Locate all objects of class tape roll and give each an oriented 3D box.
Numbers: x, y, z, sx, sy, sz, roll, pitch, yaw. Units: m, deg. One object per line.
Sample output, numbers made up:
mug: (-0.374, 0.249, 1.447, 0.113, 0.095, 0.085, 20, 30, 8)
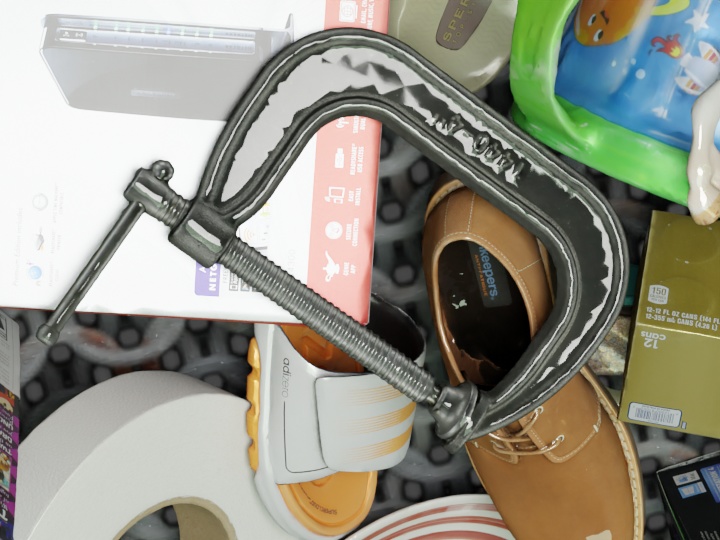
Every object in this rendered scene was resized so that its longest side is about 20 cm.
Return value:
tape roll: (-0.099, 0.142, 1.169, 0.202, 0.037, 0.204, -28, 128, -43)

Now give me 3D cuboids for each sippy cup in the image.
sippy cup: (0.145, -0.098, 1.108, 0.139, 0.178, 0.131, 24, 101, 12)

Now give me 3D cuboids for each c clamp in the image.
c clamp: (0.000, 0.000, 1.070, 0.199, 0.027, 0.171, 30, 84, -9)

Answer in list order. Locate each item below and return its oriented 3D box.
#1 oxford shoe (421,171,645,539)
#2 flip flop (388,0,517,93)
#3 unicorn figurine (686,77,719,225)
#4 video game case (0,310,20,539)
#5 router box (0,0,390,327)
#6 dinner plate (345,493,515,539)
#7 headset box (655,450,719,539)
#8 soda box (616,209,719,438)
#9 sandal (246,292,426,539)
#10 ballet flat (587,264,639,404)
oxford shoe: (0.066, 0.059, 1.142, 0.071, 0.071, 0.201, -16, 111, 17)
flip flop: (0.067, -0.155, 1.101, 0.081, 0.058, 0.201, 21, 108, -17)
unicorn figurine: (0.179, -0.070, 1.029, 0.200, 0.074, 0.138, 38, 67, -53)
video game case: (-0.219, 0.017, 1.077, 0.200, 0.181, 0.036, 40, 107, -24)
router box: (-0.081, -0.081, 1.085, 0.179, 0.049, 0.201, 3, 94, -9)
dinner plate: (0.029, 0.190, 1.264, 0.199, 0.024, 0.201, -10, 116, -22)
headset box: (0.213, 0.202, 1.233, 0.092, 0.174, 0.201, -16, 118, -1)
soda box: (0.209, 0.035, 1.111, 0.199, 0.068, 0.064, 10, 137, 4)
sandal: (-0.008, 0.028, 1.160, 0.059, 0.079, 0.208, 11, 119, 33)
ballet flat: (0.137, 0.030, 1.203, 0.199, 0.068, 0.068, 7, 119, 0)
